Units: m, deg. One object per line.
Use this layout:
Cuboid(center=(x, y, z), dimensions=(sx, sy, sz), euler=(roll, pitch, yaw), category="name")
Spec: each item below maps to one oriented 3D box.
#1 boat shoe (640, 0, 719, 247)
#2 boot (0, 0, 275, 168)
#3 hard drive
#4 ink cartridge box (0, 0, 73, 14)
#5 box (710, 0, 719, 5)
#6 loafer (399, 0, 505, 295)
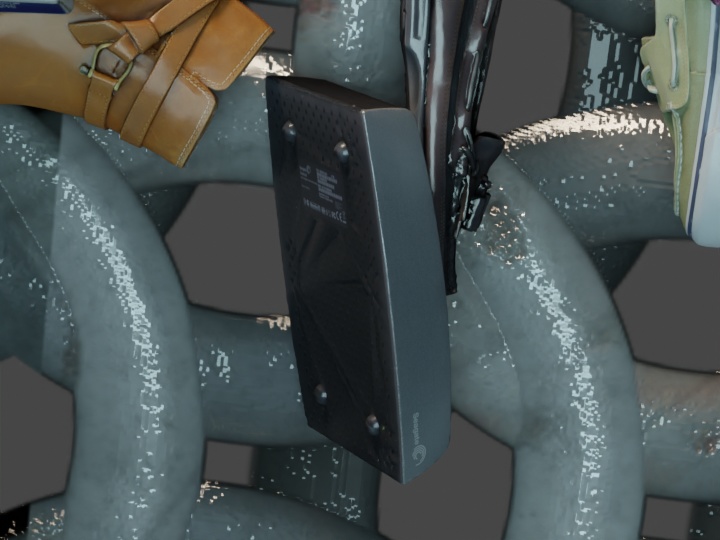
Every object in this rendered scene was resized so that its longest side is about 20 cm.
Cuboid(center=(0.179, -0.114, 1.440), dimensions=(0.062, 0.072, 0.201), euler=(5, 96, 16), category="boat shoe")
Cuboid(center=(-0.156, -0.101, 1.452), dimensions=(0.155, 0.074, 0.200), euler=(38, 103, -5), category="boot")
Cuboid(center=(0.000, 0.000, 1.447), dimensions=(0.042, 0.135, 0.201), euler=(-14, 107, -23), category="hard drive")
Cuboid(center=(-0.242, -0.234, 1.406), dimensions=(0.199, 0.041, 0.201), euler=(1, 84, 4), category="ink cartridge box")
Cuboid(center=(0.205, -0.254, 1.316), dimensions=(0.200, 0.176, 0.097), euler=(-37, 60, 4), category="box")
Cuboid(center=(0.052, -0.081, 1.451), dimensions=(0.063, 0.072, 0.201), euler=(-1, 102, -1), category="loafer")
